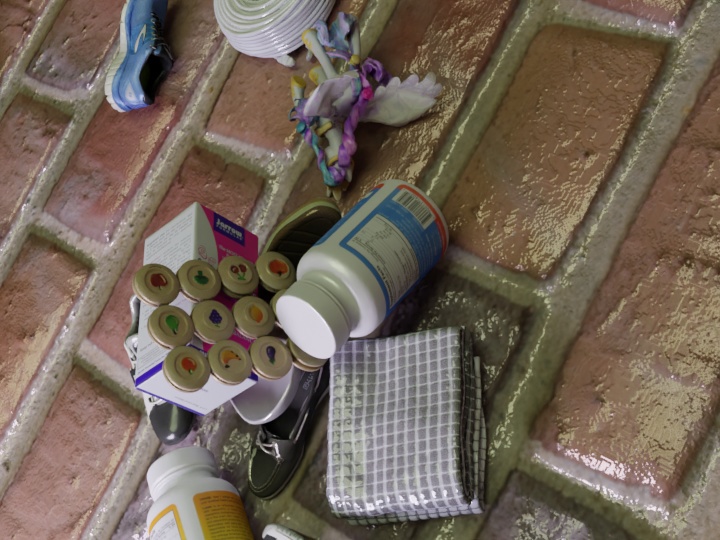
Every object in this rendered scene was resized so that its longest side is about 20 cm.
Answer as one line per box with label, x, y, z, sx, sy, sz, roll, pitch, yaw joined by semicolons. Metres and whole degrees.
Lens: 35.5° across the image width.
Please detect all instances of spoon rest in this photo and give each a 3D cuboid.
spoon rest;-0.130;0.117;1.291;0.199;0.060;0.101;10;75;60

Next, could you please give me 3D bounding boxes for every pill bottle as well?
pill bottle;-0.174;0.303;1.248;0.110;0.111;0.202;-35;54;15
pill bottle;0.000;0.000;1.219;0.111;0.113;0.200;18;48;37

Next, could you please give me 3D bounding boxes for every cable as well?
cable;-0.117;-0.390;1.546;0.198;0.069;0.203;18;80;37

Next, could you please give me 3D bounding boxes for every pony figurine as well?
pony figurine;-0.017;-0.213;1.371;0.193;0.164;0.203;-49;47;47

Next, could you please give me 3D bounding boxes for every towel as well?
towel;0.046;0.159;1.186;0.163;0.085;0.203;-14;62;27

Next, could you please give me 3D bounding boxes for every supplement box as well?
supplement box;-0.183;0.043;1.276;0.103;0.101;0.203;-32;47;33

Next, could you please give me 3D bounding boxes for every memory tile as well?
memory tile;-0.135;0.051;1.201;0.017;0.197;0.155;-49;56;46

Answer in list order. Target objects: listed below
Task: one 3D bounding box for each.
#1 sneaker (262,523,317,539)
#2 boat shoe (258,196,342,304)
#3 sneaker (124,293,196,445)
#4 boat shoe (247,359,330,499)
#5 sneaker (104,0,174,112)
sneaker;-0.040;0.331;1.143;0.198;0.075;0.089;24;84;38
boat shoe;-0.083;-0.029;1.329;0.200;0.071;0.077;-47;26;39
sneaker;-0.260;0.119;1.403;0.073;0.088;0.203;-26;59;19
boat shoe;-0.085;0.162;1.287;0.066;0.057;0.202;24;83;38
sneaker;-0.305;-0.328;1.648;0.088;0.078;0.204;6;81;27
